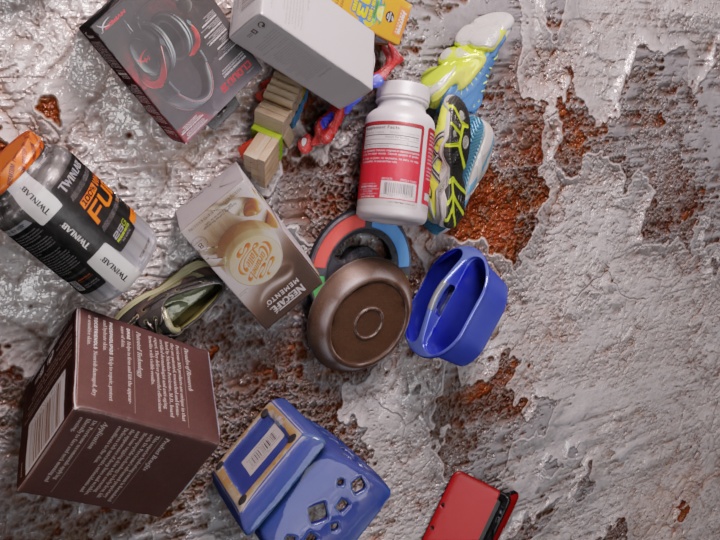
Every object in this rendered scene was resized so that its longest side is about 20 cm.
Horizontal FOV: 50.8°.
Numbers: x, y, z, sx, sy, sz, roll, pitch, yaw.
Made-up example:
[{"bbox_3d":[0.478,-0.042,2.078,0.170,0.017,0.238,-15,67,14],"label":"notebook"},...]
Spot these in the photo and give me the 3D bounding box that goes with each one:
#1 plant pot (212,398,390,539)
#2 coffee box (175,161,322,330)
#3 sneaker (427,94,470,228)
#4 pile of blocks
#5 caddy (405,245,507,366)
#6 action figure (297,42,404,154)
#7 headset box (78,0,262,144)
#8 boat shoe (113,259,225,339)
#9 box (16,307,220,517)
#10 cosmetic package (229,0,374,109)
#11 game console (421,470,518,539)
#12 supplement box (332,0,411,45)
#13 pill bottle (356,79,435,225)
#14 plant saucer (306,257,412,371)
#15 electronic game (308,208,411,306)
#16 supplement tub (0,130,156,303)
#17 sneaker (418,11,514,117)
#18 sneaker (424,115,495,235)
[{"bbox_3d":[-0.104,0.328,1.168,0.201,0.199,0.180,-48,117,-10],"label":"plant pot"},{"bbox_3d":[-0.155,-0.033,1.078,0.114,0.080,0.201,-37,122,1],"label":"coffee box"},{"bbox_3d":[0.124,-0.172,1.192,0.075,0.075,0.206,-8,107,-52],"label":"sneaker"},{"bbox_3d":[-0.124,-0.223,1.075,0.061,0.082,0.204,22,81,8],"label":"pile of blocks"},{"bbox_3d":[0.155,0.060,1.280,0.104,0.140,0.203,31,87,-39],"label":"caddy"},{"bbox_3d":[-0.021,-0.249,1.115,0.051,0.065,0.201,40,91,-22],"label":"action figure"},{"bbox_3d":[-0.232,-0.275,0.970,0.149,0.075,0.201,-45,123,-13],"label":"headset box"},{"bbox_3d":[-0.273,0.064,1.052,0.200,0.066,0.073,-40,125,-15],"label":"boat shoe"},{"bbox_3d":[-0.311,0.187,0.977,0.197,0.166,0.166,25,119,-35],"label":"box"},{"bbox_3d":[-0.072,-0.311,1.005,0.198,0.073,0.104,26,57,-39],"label":"cosmetic package"},{"bbox_3d":[0.218,0.517,1.533,0.204,0.117,0.172,-64,156,0],"label":"game console"},{"bbox_3d":[-0.024,-0.387,1.074,0.196,0.068,0.068,14,98,-36],"label":"supplement box"},{"bbox_3d":[0.056,-0.176,1.151,0.110,0.111,0.206,7,87,-33],"label":"pill bottle"},{"bbox_3d":[0.007,0.079,1.218,0.196,0.032,0.205,-15,121,-26],"label":"plant saucer"},{"bbox_3d":[0.000,0.000,1.222,0.196,0.041,0.206,-11,110,-29],"label":"electronic game"},{"bbox_3d":[-0.357,-0.064,0.927,0.123,0.122,0.200,-49,124,-9],"label":"supplement tub"},{"bbox_3d":[0.178,-0.323,1.227,0.199,0.076,0.106,-41,134,-7],"label":"sneaker"},{"bbox_3d":[0.168,-0.152,1.262,0.080,0.076,0.204,3,115,-58],"label":"sneaker"}]
